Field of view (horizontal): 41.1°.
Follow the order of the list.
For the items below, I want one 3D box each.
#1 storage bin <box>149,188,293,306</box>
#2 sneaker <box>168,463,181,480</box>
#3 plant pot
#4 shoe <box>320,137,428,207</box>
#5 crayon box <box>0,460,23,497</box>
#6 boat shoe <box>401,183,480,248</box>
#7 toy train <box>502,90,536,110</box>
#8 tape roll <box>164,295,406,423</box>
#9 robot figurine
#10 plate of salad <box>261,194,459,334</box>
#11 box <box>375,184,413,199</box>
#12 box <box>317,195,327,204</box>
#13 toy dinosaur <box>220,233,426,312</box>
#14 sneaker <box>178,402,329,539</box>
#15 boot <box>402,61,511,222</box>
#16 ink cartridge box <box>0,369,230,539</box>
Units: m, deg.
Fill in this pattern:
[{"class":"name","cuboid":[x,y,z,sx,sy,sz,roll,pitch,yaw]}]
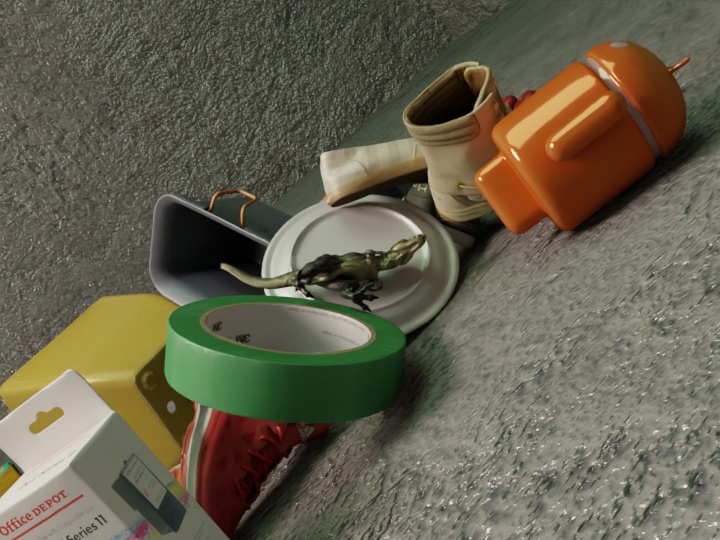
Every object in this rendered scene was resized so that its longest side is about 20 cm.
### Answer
[{"class":"storage bin","cuboid":[-0.125,-0.024,1.105,0.134,0.199,0.147,-21,-52,-51]},{"class":"sneaker","cuboid":[-0.166,0.237,0.804,0.076,0.073,0.200,4,42,40]},{"class":"plant pot","cuboid":[-0.256,0.147,1.132,0.199,0.197,0.194,-13,26,42]},{"class":"shoe","cuboid":[0.051,-0.119,0.999,0.198,0.054,0.070,-18,-12,-18]},{"class":"crayon box","cuboid":[-0.473,0.351,1.188,0.200,0.119,0.058,-43,12,-22]},{"class":"boat shoe","cuboid":[0.095,-0.077,1.087,0.202,0.071,0.061,-122,52,-74]},{"class":"toy train","cuboid":[0.169,-0.133,1.112,0.116,0.084,0.200,-53,11,-1]},{"class":"tape roll","cuboid":[-0.062,0.068,0.799,0.198,0.049,0.201,6,13,-1]},{"class":"robot figurine","cuboid":[0.194,-0.116,0.830,0.199,0.144,0.117,-38,46,10]},{"class":"plate of salad","cuboid":[0.000,0.000,0.966,0.200,0.199,0.048,-46,-30,-30]},{"class":"box","cuboid":[-0.014,-0.034,1.232,0.199,0.104,0.182,-31,15,40]},{"class":"box","cuboid":[0.025,-0.102,1.398,0.103,0.095,0.199,-44,11,-25]},{"class":"toy dinosaur","cuboid":[-0.030,0.005,0.891,0.197,0.048,0.088,-6,19,-7]},{"class":"sneaker","cuboid":[-0.084,0.151,0.798,0.114,0.079,0.202,-3,51,1]},{"class":"boot","cuboid":[0.147,-0.139,0.915,0.198,0.156,0.073,-21,52,7]},{"class":"ink cartridge box","cuboid":[-0.184,0.182,0.676,0.117,0.201,0.067,-33,12,27]}]
